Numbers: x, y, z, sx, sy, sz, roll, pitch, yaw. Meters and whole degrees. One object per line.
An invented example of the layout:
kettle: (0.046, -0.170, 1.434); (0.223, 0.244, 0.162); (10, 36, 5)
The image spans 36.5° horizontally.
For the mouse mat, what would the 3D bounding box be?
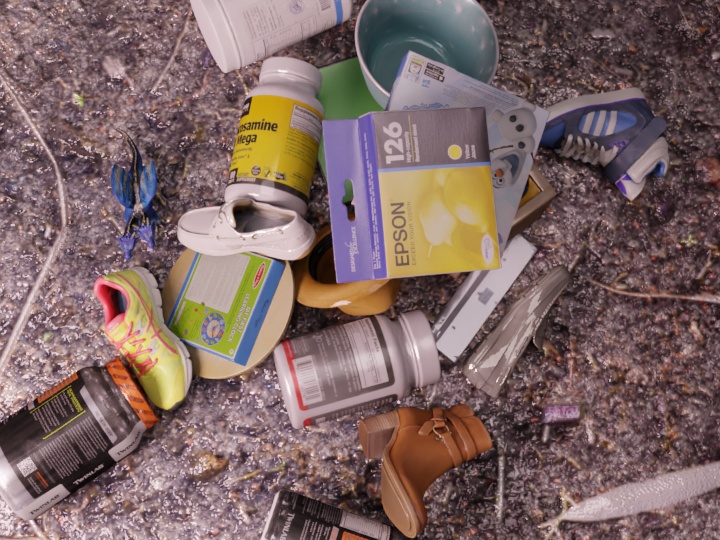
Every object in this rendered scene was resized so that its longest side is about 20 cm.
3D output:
mouse mat: (0.002, -0.203, 1.523); (0.159, 0.008, 0.203); (-19, 81, -9)

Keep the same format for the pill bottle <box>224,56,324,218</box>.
pill bottle: (-0.109, -0.174, 1.452); (0.111, 0.113, 0.203); (11, 76, -3)

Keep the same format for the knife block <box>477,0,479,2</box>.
knife block: (0.094, -0.448, 1.566); (0.064, 0.177, 0.200); (-36, 38, -13)

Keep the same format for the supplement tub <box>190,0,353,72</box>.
supplement tub: (-0.121, -0.368, 1.485); (0.198, 0.132, 0.133); (-25, 81, -10)

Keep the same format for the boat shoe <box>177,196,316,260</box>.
boat shoe: (-0.152, -0.063, 1.380); (0.197, 0.070, 0.071); (4, 53, 24)

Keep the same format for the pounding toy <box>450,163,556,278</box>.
pounding toy: (0.124, -0.119, 1.438); (0.183, 0.142, 0.201); (-35, 81, -11)

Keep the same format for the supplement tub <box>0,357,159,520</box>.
supplement tub: (-0.356, 0.202, 1.341); (0.199, 0.123, 0.123); (-33, 82, -11)

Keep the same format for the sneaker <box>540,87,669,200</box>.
sneaker: (0.332, -0.162, 1.504); (0.197, 0.081, 0.148); (-15, 75, -14)

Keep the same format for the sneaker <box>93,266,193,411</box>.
sneaker: (-0.283, 0.088, 1.376); (0.078, 0.090, 0.202); (-37, 69, 24)

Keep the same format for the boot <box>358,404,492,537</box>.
boot: (0.094, 0.236, 1.356); (0.152, 0.075, 0.201); (-7, 38, -14)

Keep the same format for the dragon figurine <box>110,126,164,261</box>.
dragon figurine: (-0.293, -0.107, 1.427); (0.058, 0.100, 0.203); (-6, 78, -7)

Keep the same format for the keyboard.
keyboard: (0.164, 0.031, 1.485); (0.056, 0.011, 0.201); (38, 77, -1)

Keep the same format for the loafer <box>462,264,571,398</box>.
loafer: (0.218, 0.079, 1.451); (0.070, 0.070, 0.200); (41, 85, 0)

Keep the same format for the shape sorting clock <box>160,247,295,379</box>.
shape sorting clock: (-0.173, 0.041, 1.406); (0.197, 0.039, 0.203); (-10, 67, 24)

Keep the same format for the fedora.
fedora: (0.000, 0.000, 1.414); (0.200, 0.200, 0.082); (-39, 121, -12)

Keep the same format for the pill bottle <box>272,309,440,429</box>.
pill bottle: (-0.005, 0.122, 1.395); (0.197, 0.114, 0.116); (-15, 79, -9)

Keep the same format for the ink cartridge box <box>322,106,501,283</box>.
ink cartridge box: (0.062, -0.092, 1.305); (0.197, 0.047, 0.201); (-5, 88, -13)

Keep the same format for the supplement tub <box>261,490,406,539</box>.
supplement tub: (-0.027, 0.356, 1.329); (0.197, 0.123, 0.124); (20, 76, 0)

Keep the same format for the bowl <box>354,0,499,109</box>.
bowl: (0.081, -0.285, 1.490); (0.197, 0.105, 0.204); (4, 70, -10)

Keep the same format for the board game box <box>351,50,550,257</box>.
board game box: (0.114, -0.141, 1.362); (0.198, 0.043, 0.202); (22, 80, -8)
